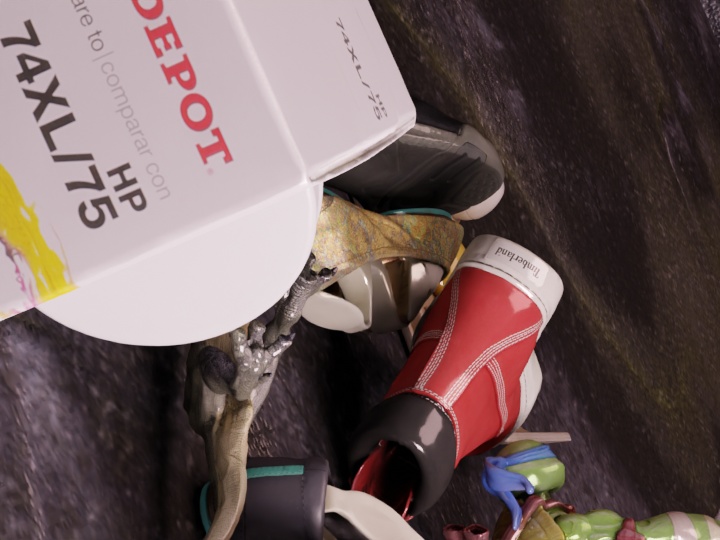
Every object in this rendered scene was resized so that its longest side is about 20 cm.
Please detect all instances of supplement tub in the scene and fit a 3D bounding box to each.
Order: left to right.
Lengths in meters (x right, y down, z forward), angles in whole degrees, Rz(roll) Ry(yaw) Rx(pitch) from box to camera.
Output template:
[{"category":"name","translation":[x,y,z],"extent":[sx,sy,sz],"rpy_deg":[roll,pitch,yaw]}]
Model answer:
[{"category":"supplement tub","translation":[-0.079,-0.080,1.046],"extent":[0.132,0.132,0.200],"rpy_deg":[57,19,-32]}]

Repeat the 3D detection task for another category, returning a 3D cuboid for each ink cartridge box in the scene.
[{"category":"ink cartridge box","translation":[-0.111,-0.064,0.795],"extent":[0.147,0.200,0.146],"rpy_deg":[66,16,-4]}]

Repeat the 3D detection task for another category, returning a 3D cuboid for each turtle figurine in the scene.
[{"category":"turtle figurine","translation":[0.134,0.184,1.353],"extent":[0.200,0.144,0.194],"rpy_deg":[38,41,-65]}]

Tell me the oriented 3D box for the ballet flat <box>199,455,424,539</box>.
[{"category":"ballet flat","translation":[0.006,0.142,1.136],"extent":[0.200,0.073,0.073],"rpy_deg":[53,21,-42]}]

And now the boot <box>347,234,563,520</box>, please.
[{"category":"boot","translation":[0.033,0.082,1.327],"extent":[0.144,0.072,0.200],"rpy_deg":[-58,171,-22]}]

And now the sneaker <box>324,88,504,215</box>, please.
[{"category":"sneaker","translation":[-0.004,-0.093,1.347],"extent":[0.199,0.076,0.114],"rpy_deg":[17,49,-43]}]

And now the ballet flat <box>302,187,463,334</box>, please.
[{"category":"ballet flat","translation":[0.000,0.000,1.313],"extent":[0.200,0.071,0.071],"rpy_deg":[11,58,-65]}]

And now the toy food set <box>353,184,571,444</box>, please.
[{"category":"toy food set","translation":[0.064,0.007,1.513],"extent":[0.200,0.060,0.144],"rpy_deg":[70,16,9]}]

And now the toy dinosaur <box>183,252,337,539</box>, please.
[{"category":"toy dinosaur","translation":[-0.050,0.041,1.064],"extent":[0.047,0.088,0.200],"rpy_deg":[22,35,-17]}]
